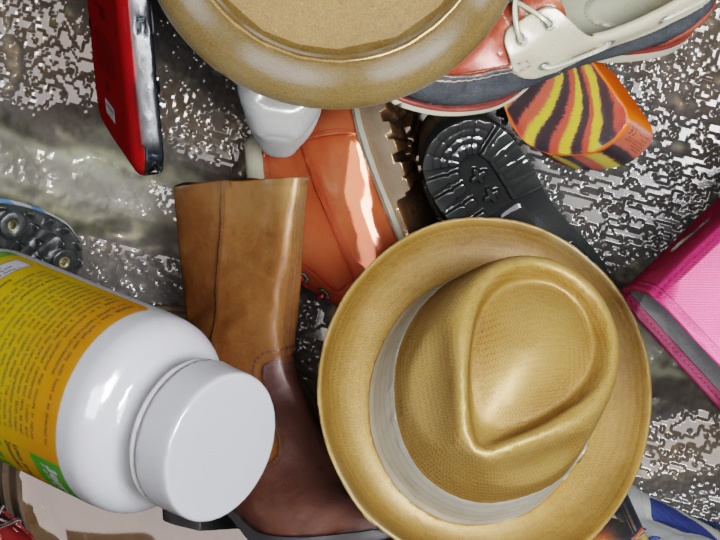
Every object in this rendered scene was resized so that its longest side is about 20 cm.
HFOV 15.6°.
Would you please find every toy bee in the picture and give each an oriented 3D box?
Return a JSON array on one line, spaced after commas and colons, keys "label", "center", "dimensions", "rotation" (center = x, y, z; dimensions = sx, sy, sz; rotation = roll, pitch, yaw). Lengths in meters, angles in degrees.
[{"label": "toy bee", "center": [0.083, -0.129, 1.466], "dimensions": [0.109, 0.200, 0.131], "rotation": [-32, 133, 22]}]

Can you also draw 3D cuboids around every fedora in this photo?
[{"label": "fedora", "center": [0.076, 0.056, 1.371], "dimensions": [0.200, 0.082, 0.201], "rotation": [5, 70, -15]}]

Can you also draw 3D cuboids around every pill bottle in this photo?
[{"label": "pill bottle", "center": [-0.145, 0.066, 1.423], "dimensions": [0.200, 0.111, 0.111], "rotation": [20, 96, 38]}]

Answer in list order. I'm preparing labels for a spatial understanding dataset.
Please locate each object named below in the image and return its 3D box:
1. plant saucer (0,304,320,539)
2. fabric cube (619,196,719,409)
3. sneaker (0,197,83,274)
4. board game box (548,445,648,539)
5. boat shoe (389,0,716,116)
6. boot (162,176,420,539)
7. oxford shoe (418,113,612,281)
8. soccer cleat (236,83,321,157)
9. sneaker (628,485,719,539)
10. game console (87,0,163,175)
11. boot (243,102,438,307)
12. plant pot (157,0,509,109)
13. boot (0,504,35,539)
[{"label": "plant saucer", "center": [-0.115, 0.120, 1.529], "dimensions": [0.199, 0.029, 0.201], "rotation": [0, 93, 5]}, {"label": "fabric cube", "center": [0.280, 0.016, 1.402], "dimensions": [0.199, 0.196, 0.200], "rotation": [-43, 89, 0]}, {"label": "sneaker", "center": [-0.261, -0.013, 1.515], "dimensions": [0.199, 0.073, 0.072], "rotation": [-2, 110, -10]}, {"label": "board game box", "center": [0.088, 0.159, 1.417], "dimensions": [0.135, 0.200, 0.035], "rotation": [-24, 137, 1]}, {"label": "boat shoe", "center": [0.097, -0.132, 1.364], "dimensions": [0.199, 0.063, 0.071], "rotation": [-13, 73, -20]}, {"label": "boot", "center": [-0.035, 0.049, 1.440], "dimensions": [0.068, 0.188, 0.201], "rotation": [2, 94, -39]}, {"label": "oxford shoe", "center": [0.092, -0.011, 1.486], "dimensions": [0.073, 0.084, 0.200], "rotation": [-25, 111, 0]}, {"label": "soccer cleat", "center": [-0.036, -0.159, 1.473], "dimensions": [0.069, 0.078, 0.201], "rotation": [10, 64, -1]}, {"label": "sneaker", "center": [0.151, 0.159, 1.468], "dimensions": [0.199, 0.115, 0.081], "rotation": [18, 94, 3]}, {"label": "game console", "center": [-0.084, -0.154, 1.427], "dimensions": [0.118, 0.200, 0.173], "rotation": [-7, 102, -9]}, {"label": "boot", "center": [0.000, 0.000, 1.498], "dimensions": [0.107, 0.075, 0.201], "rotation": [-16, 93, 18]}, {"label": "plant pot", "center": [-0.013, -0.181, 1.310], "dimensions": [0.199, 0.027, 0.201], "rotation": [0, 89, -4]}, {"label": "boot", "center": [-0.222, 0.135, 1.499], "dimensions": [0.199, 0.072, 0.145], "rotation": [0, 91, 23]}]
